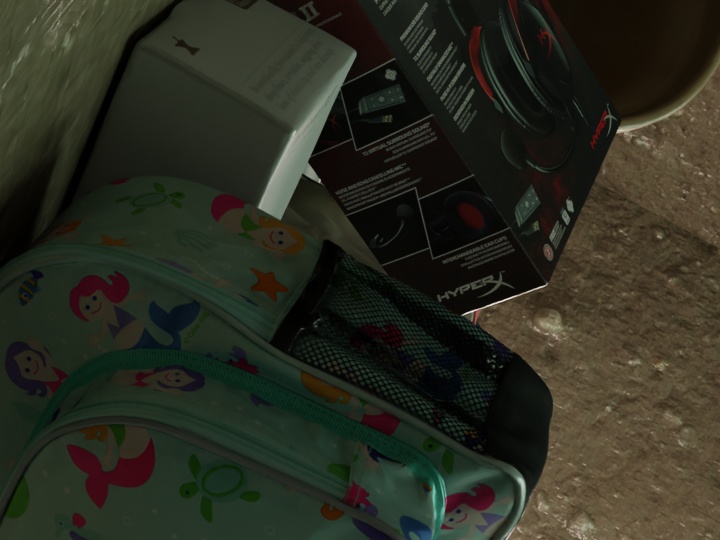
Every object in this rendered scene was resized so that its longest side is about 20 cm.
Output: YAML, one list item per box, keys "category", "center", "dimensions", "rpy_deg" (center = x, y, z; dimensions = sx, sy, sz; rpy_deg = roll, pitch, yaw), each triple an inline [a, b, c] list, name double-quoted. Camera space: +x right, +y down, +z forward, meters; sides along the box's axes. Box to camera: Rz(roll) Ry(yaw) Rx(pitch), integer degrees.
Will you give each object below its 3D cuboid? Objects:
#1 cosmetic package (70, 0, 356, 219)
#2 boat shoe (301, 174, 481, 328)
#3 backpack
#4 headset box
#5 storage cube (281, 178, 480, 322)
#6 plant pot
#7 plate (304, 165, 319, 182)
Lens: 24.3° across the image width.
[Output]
- category: "cosmetic package"
  center: [-0.080, -0.009, 0.692]
  dimensions: [0.200, 0.074, 0.102]
  rpy_deg: [-61, 179, 29]
- category: "boat shoe"
  center: [0.000, 0.000, 1.012]
  dimensions: [0.075, 0.200, 0.062]
  rpy_deg: [-62, 159, 13]
- category: "backpack"
  center: [-0.056, 0.071, 0.590]
  dimensions: [0.178, 0.200, 0.151]
  rpy_deg: [-59, 176, 30]
- category: "headset box"
  center: [0.027, -0.100, 0.778]
  dimensions: [0.075, 0.200, 0.149]
  rpy_deg: [-21, -157, 35]
- category: "storage cube"
  center: [-0.044, 0.058, 0.892]
  dimensions: [0.171, 0.200, 0.180]
  rpy_deg: [-54, 166, -73]
- category: "plant pot"
  center: [0.106, -0.170, 0.934]
  dimensions: [0.093, 0.201, 0.201]
  rpy_deg: [-10, -132, 60]
- category: "plate"
  center: [-0.061, 0.001, 1.172]
  dimensions: [0.200, 0.032, 0.200]
  rpy_deg: [-76, -179, -47]
